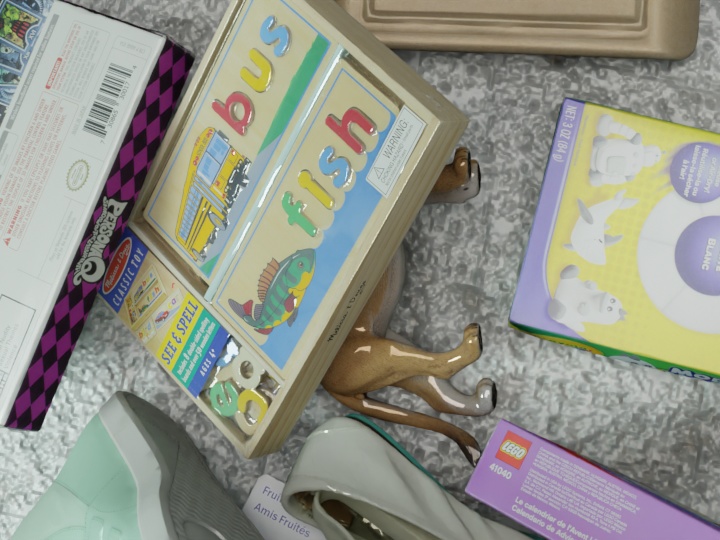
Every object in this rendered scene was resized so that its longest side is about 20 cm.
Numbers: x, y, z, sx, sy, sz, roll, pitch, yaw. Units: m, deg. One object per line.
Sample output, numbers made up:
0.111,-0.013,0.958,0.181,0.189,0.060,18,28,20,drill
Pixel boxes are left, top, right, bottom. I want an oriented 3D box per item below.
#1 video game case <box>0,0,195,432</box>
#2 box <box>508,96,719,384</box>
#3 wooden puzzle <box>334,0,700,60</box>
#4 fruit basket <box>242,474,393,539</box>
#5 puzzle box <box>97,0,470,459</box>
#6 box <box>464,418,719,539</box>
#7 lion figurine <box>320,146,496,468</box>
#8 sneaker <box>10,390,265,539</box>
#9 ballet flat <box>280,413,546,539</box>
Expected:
-0.195,-0.045,0.791,0.180,0.036,0.201,21,88,28,video game case
0.181,-0.003,0.773,0.198,0.048,0.118,14,87,5,box
0.076,-0.201,0.807,0.198,0.037,0.187,3,85,2,wooden puzzle
-0.013,0.227,0.752,0.184,0.094,0.201,27,85,7,fruit basket
-0.045,-0.029,0.746,0.133,0.025,0.201,43,119,27,puzzle box
0.158,0.133,0.683,0.199,0.137,0.039,26,88,34,box
0.000,0.000,0.779,0.121,0.072,0.202,-4,89,11,lion figurine
-0.108,0.149,0.733,0.074,0.200,0.119,35,95,-29,sneaker
0.045,0.142,0.731,0.199,0.069,0.070,33,89,20,ballet flat
